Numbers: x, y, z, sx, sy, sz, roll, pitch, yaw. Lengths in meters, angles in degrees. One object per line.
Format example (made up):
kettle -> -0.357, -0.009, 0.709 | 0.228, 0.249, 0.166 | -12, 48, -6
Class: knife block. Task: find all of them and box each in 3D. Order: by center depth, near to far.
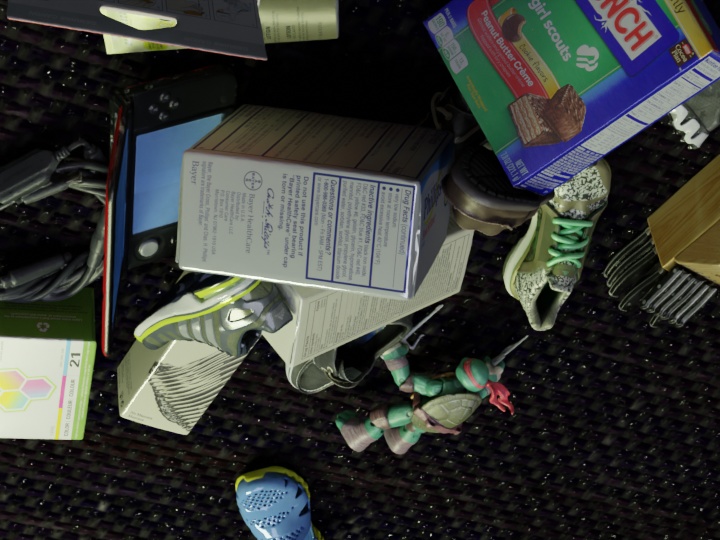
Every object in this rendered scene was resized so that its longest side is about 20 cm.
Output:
knife block -> 0.324, -0.043, 1.675 | 0.064, 0.175, 0.202 | 25, 81, -32

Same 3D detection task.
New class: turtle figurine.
turtle figurine -> 0.074, 0.121, 1.764 | 0.149, 0.101, 0.200 | 26, 131, -31

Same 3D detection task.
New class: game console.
game console -> -0.165, -0.052, 1.486 | 0.171, 0.119, 0.201 | -18, 139, -27

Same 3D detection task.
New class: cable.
cable -> -0.293, -0.036, 1.576 | 0.199, 0.051, 0.163 | -29, 138, 12

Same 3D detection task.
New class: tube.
tube -> -0.117, -0.210, 1.429 | 0.198, 0.052, 0.059 | -3, 105, -1

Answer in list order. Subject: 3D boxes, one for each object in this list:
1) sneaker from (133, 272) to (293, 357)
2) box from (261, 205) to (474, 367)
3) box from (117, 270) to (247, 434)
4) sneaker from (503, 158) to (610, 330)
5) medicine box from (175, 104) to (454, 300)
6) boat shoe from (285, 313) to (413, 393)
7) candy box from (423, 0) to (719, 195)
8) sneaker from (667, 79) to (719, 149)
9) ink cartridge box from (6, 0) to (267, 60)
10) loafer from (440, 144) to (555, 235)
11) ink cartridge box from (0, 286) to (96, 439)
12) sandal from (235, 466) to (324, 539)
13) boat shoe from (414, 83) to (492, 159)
sneaker -> -0.134, 0.045, 1.540 | 0.081, 0.074, 0.199 | 50, 146, -11
box -> 0.000, 0.000, 1.576 | 0.199, 0.078, 0.095 | -22, 143, -31
box -> -0.160, 0.068, 1.683 | 0.082, 0.069, 0.200 | 17, 130, -25
sneaker -> 0.194, -0.023, 1.630 | 0.076, 0.089, 0.201 | 2, 134, -12
medicine box -> -0.033, -0.061, 1.442 | 0.198, 0.182, 0.104 | 9, 109, 10
boat shoe -> -0.009, 0.079, 1.709 | 0.070, 0.067, 0.200 | 20, 138, -32
candy box -> 0.178, -0.187, 1.412 | 0.199, 0.170, 0.077 | -34, 163, 21
sneaker -> 0.279, -0.189, 1.509 | 0.090, 0.067, 0.200 | -33, 135, 18
ink cartridge box -> -0.175, -0.214, 1.321 | 0.198, 0.175, 0.044 | 7, 134, -17
loafer -> 0.113, -0.056, 1.477 | 0.071, 0.073, 0.200 | -48, 164, 16
ink cartridge box -> -0.361, 0.087, 1.661 | 0.198, 0.076, 0.149 | 2, 134, -14
sandal -> -0.083, 0.294, 1.913 | 0.079, 0.088, 0.201 | -17, 134, 10
boat shoe -> 0.090, -0.136, 1.527 | 0.199, 0.071, 0.064 | -31, 134, 9
